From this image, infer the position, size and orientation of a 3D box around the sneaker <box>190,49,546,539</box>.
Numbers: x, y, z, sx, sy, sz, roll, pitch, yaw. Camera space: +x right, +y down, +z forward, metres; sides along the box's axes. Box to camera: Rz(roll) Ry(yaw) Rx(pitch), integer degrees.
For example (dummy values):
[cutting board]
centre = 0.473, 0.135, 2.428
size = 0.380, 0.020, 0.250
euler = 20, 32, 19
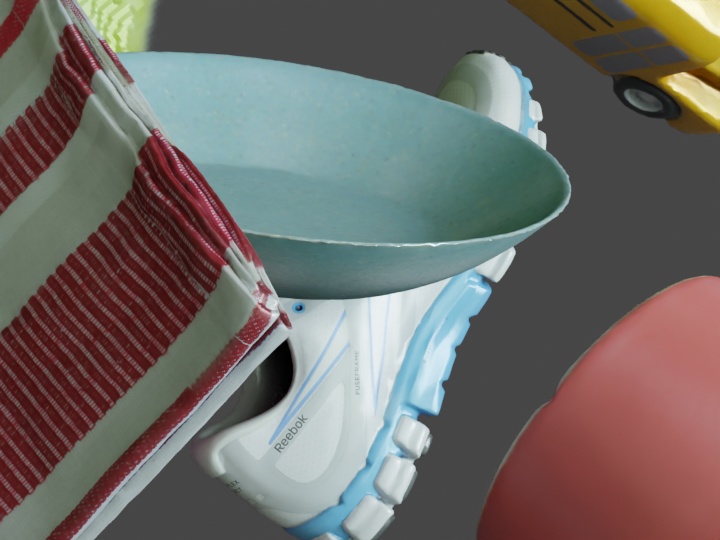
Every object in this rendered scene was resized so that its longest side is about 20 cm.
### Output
[sneaker]
centre = 0.000, 0.000, 1.075
size = 0.086, 0.075, 0.201
euler = 29, 72, -18

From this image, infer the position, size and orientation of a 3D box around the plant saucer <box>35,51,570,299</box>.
[plant saucer]
centre = -0.030, -0.027, 1.002
size = 0.200, 0.201, 0.039
euler = -2, 111, -30

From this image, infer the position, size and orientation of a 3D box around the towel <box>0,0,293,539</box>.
[towel]
centre = -0.119, -0.010, 0.922
size = 0.023, 0.144, 0.200
euler = 14, 34, -56

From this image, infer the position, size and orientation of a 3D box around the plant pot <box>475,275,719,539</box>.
[plant pot]
centre = 0.151, 0.109, 1.066
size = 0.200, 0.201, 0.177
euler = -37, 62, -27

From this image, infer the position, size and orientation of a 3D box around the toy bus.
[toy bus]
centre = 0.087, -0.132, 1.129
size = 0.200, 0.078, 0.065
euler = 35, 70, -23
